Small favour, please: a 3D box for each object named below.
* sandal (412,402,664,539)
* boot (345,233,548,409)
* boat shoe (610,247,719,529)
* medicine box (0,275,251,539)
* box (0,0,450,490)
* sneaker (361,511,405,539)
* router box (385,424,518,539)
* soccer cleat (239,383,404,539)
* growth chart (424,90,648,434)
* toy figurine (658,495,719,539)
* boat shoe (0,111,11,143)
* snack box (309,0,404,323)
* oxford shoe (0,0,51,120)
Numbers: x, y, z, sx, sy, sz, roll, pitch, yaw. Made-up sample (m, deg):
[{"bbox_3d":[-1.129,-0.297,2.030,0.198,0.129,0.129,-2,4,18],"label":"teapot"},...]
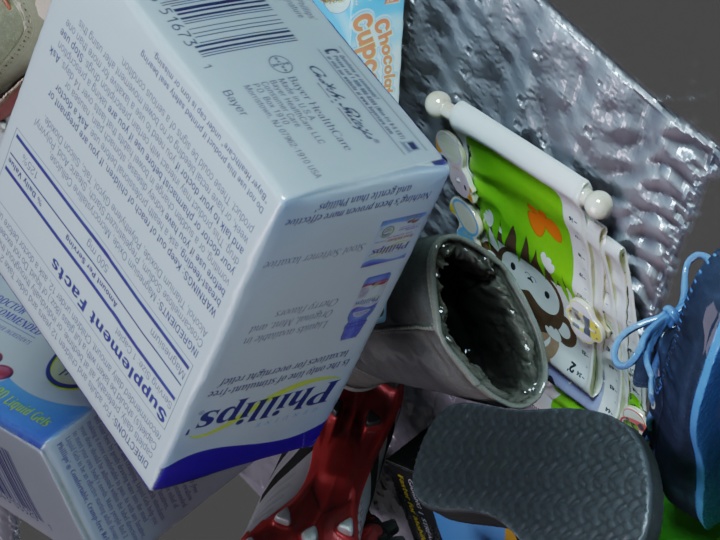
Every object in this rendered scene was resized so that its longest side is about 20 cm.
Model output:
[{"bbox_3d":[0.095,0.102,1.263,0.048,0.075,0.200,25,176,-27],"label":"sandal"},{"bbox_3d":[0.001,-0.002,1.380,0.182,0.073,0.200,50,168,-12],"label":"boot"},{"bbox_3d":[0.148,0.048,1.197,0.069,0.084,0.200,45,152,27],"label":"boat shoe"},{"bbox_3d":[-0.141,0.057,1.574,0.182,0.200,0.103,23,143,48],"label":"medicine box"},{"bbox_3d":[-0.077,-0.033,1.271,0.184,0.105,0.200,52,135,28],"label":"box"},{"bbox_3d":[-0.027,0.168,1.587,0.200,0.098,0.071,-125,11,-68],"label":"sneaker"},{"bbox_3d":[0.104,0.190,1.483,0.149,0.051,0.200,18,137,50],"label":"router box"},{"bbox_3d":[-0.026,0.136,1.500,0.068,0.200,0.085,19,159,3],"label":"soccer cleat"},{"bbox_3d":[0.093,0.009,1.320,0.145,0.018,0.200,28,144,45],"label":"growth chart"},{"bbox_3d":[0.186,0.227,1.266,0.200,0.150,0.184,13,129,36],"label":"toy figurine"},{"bbox_3d":[-0.204,-0.088,1.629,0.200,0.066,0.072,37,-170,35],"label":"boat shoe"},{"bbox_3d":[-0.030,-0.081,1.314,0.116,0.037,0.201,25,119,46],"label":"snack box"},{"bbox_3d":[-0.206,-0.145,1.524,0.200,0.075,0.071,-48,63,40],"label":"oxford shoe"}]
